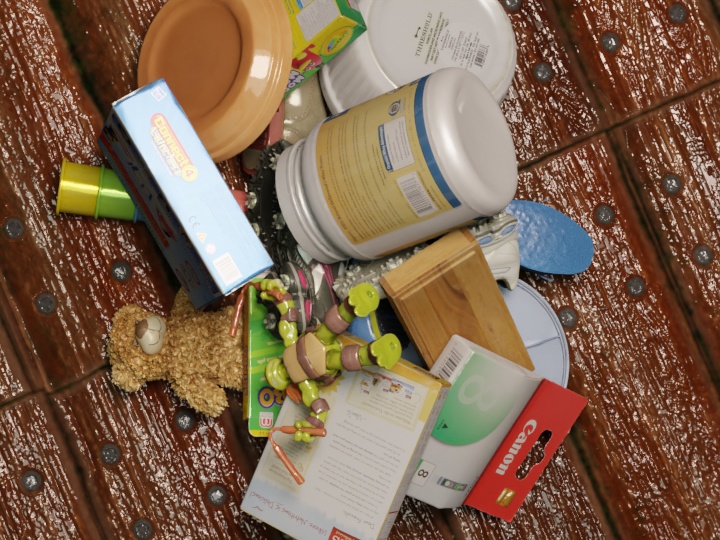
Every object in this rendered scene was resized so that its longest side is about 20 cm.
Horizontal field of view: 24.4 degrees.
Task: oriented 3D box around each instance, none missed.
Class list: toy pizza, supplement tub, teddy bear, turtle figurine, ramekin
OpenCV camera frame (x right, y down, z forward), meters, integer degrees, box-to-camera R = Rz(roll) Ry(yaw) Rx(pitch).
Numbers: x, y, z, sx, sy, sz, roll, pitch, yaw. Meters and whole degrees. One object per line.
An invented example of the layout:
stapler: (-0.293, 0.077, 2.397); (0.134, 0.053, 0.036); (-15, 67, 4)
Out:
toy pizza: (0.119, 0.098, 1.736); (0.199, 0.032, 0.202); (0, 90, -5)
supplement tub: (0.034, -0.095, 1.580); (0.199, 0.144, 0.146); (-20, 88, 29)
teddy bear: (-0.155, 0.076, 1.686); (0.199, 0.067, 0.146); (22, 81, -6)
turtle figurine: (-0.036, 0.088, 1.558); (0.064, 0.161, 0.201); (3, 67, -49)
ramekin: (0.065, -0.218, 1.692); (0.199, 0.105, 0.202); (6, 70, -16)

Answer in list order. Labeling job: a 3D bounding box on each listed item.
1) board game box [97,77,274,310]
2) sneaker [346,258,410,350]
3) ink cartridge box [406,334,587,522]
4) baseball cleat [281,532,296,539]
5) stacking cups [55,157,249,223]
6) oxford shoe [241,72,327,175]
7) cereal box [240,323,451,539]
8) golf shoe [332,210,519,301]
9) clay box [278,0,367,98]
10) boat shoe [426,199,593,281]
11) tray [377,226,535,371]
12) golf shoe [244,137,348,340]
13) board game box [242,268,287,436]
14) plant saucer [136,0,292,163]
board game box: (-0.170, -0.067, 1.577); (0.056, 0.196, 0.201); (-31, 93, -13)
sneaker: (0.000, 0.000, 1.714); (0.066, 0.078, 0.201); (15, 63, -44)
ink cartridge box: (0.130, 0.171, 1.662); (0.199, 0.050, 0.161); (27, 101, -31)
baseball cleat: (-0.010, 0.189, 1.692); (0.199, 0.070, 0.107); (-31, 90, -6)
stacking cups: (-0.210, -0.072, 1.701); (0.199, 0.060, 0.061); (8, 85, -12)
oxford shoe: (-0.070, -0.187, 1.728); (0.074, 0.070, 0.201); (17, 81, -33)
cereal box: (-0.015, 0.170, 1.602); (0.143, 0.039, 0.201); (25, 96, 20)
golf shoe: (0.073, 0.011, 1.648); (0.199, 0.078, 0.098); (-20, 109, -14)
clay box: (-0.094, -0.232, 1.671); (0.200, 0.047, 0.115); (-36, 60, 27)
boat shoe: (0.145, -0.045, 1.735); (0.199, 0.069, 0.085); (19, 82, -2)
tray: (0.098, 0.055, 1.639); (0.098, 0.037, 0.200); (-33, 133, -5)
golf shoe: (-0.061, -0.030, 1.660); (0.088, 0.077, 0.202); (-1, 83, -38)
board game box: (-0.070, 0.069, 1.676); (0.095, 0.030, 0.201); (4, 75, -19)
plant saucer: (-0.155, -0.207, 1.658); (0.199, 0.037, 0.202); (-8, 77, 35)
